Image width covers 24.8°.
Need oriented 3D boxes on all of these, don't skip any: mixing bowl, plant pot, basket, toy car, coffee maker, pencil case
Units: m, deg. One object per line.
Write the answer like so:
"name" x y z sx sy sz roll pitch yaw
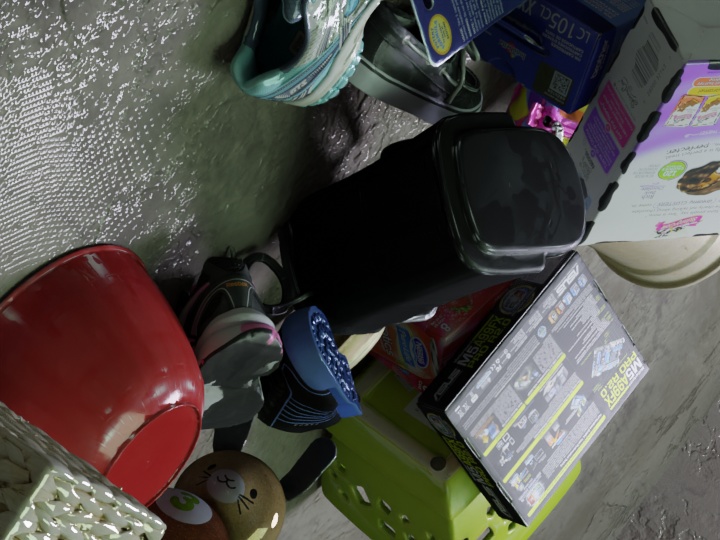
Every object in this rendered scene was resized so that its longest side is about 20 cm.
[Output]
"mixing bowl" -0.174 0.095 1.082 0.200 0.108 0.201 -44 156 -25
"plant pot" 0.083 0.165 1.597 0.200 0.198 0.182 -44 150 -22
"basket" -0.225 0.134 0.902 0.124 0.199 0.136 -58 145 -8
"toy car" -0.110 0.185 1.286 0.200 0.163 0.158 -51 159 -29
"coffee maker" 0.039 -0.022 1.201 0.192 0.135 0.199 -34 -175 -37
"plant pot" 0.266 -0.090 1.622 0.183 0.200 0.202 10 115 -54
"pencil case" 0.219 -0.111 1.452 0.089 0.198 0.089 -52 -153 42

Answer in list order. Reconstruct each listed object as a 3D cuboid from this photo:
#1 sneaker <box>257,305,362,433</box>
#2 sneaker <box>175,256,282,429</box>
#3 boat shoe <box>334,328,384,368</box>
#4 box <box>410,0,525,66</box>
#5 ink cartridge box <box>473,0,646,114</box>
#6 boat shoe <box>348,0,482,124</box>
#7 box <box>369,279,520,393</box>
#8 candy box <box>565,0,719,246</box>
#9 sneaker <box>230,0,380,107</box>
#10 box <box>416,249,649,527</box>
"sneaker" -0.049 0.084 1.234 0.077 0.071 0.200 -17 160 2
"sneaker" -0.107 0.055 1.203 0.080 0.087 0.200 -1 154 -26
"boat shoe" 0.000 0.000 1.352 0.201 0.073 0.063 -58 158 -16
"box" 0.086 -0.239 1.147 0.200 0.032 0.122 -39 122 -35
"ink cartridge box" 0.155 -0.199 1.276 0.199 0.136 0.077 -30 147 -46
"boat shoe" 0.049 -0.158 1.209 0.068 0.074 0.199 -45 152 19
"box" 0.101 0.012 1.530 0.200 0.095 0.100 -40 154 -32
"candy box" 0.258 -0.112 1.246 0.166 0.072 0.201 -4 143 -25
"sneaker" -0.020 -0.187 1.025 0.086 0.077 0.201 -15 136 -52
"box" 0.160 0.103 1.484 0.200 0.044 0.161 -49 123 -19
